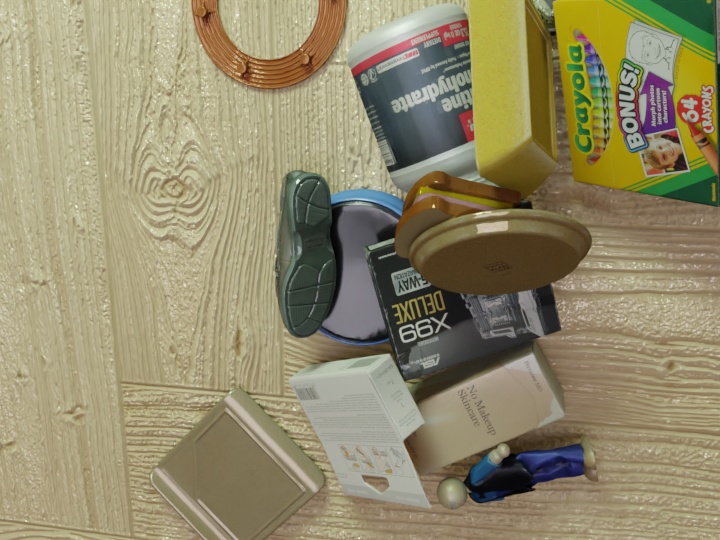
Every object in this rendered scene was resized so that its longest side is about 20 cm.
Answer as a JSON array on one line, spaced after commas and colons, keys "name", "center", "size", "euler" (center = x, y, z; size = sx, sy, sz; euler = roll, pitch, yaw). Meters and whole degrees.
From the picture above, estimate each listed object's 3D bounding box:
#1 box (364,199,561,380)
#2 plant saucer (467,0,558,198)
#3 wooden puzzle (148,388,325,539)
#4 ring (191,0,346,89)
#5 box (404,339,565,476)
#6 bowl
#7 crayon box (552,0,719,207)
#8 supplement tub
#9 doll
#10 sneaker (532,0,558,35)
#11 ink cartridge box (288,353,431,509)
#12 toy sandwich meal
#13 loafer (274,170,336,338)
[{"name": "box", "center": [0.119, 0.021, 0.877], "size": [0.198, 0.050, 0.159], "euler": [-17, 100, -4]}, {"name": "plant saucer", "center": [0.160, -0.184, 0.752], "size": [0.048, 0.199, 0.203], "euler": [-4, 87, 25]}, {"name": "wooden puzzle", "center": [-0.174, 0.290, 1.057], "size": [0.185, 0.037, 0.200], "euler": [45, 104, -1]}, {"name": "ring", "center": [-0.114, -0.321, 0.898], "size": [0.198, 0.019, 0.203], "euler": [3, 103, 12]}, {"name": "box", "center": [0.144, 0.166, 0.930], "size": [0.199, 0.078, 0.096], "euler": [-29, 95, 18]}, {"name": "bowl", "center": [0.000, 0.000, 0.941], "size": [0.198, 0.039, 0.203], "euler": [3, 104, 12]}, {"name": "crayon box", "center": [0.287, -0.177, 0.748], "size": [0.172, 0.058, 0.202], "euler": [20, 133, 49]}, {"name": "supplement tub", "center": [0.080, -0.174, 0.827], "size": [0.139, 0.140, 0.202], "euler": [-19, 99, 16]}, {"name": "doll", "center": [0.190, 0.253, 0.931], "size": [0.198, 0.049, 0.137], "euler": [-16, 139, 8]}, {"name": "sneaker", "center": [0.203, -0.353, 0.782], "size": [0.076, 0.089, 0.203], "euler": [-6, 102, 14]}, {"name": "ink cartridge box", "center": [0.006, 0.197, 0.926], "size": [0.199, 0.045, 0.178], "euler": [-17, 101, 57]}, {"name": "toy sandwich meal", "center": [0.132, -0.036, 0.765], "size": [0.203, 0.205, 0.071], "euler": [-7, 67, 14]}, {"name": "loafer", "center": [-0.071, -0.022, 0.908], "size": [0.071, 0.063, 0.203], "euler": [-5, 108, -30]}]
